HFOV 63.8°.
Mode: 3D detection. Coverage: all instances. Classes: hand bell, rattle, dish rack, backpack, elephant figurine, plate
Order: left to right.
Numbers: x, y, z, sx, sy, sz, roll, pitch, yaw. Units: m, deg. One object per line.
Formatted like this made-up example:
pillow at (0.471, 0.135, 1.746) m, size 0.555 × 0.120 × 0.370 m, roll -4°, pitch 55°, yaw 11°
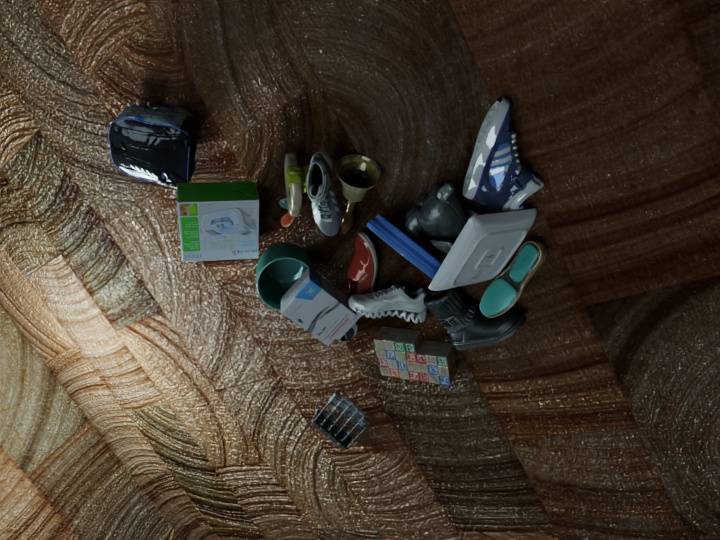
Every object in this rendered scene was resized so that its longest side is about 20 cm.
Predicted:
backpack at (-0.509, -0.316, 1.437) m, size 0.195 × 0.149 × 0.186 m, roll 10°, pitch 129°, yaw -9°
rattle at (-0.124, -0.191, 1.390) m, size 0.131 × 0.140 × 0.202 m, roll 54°, pitch 156°, yaw 31°
dish rack at (-0.055, 0.450, 1.750) m, size 0.152 × 0.055 × 0.201 m, roll 37°, pitch 129°, yaw 2°
hand bell at (-0.021, -0.154, 1.329) m, size 0.103 × 0.105 × 0.202 m, roll 29°, pitch 141°, yaw 11°
elephant figurine at (0.199, -0.078, 1.214) m, size 0.141 × 0.156 × 0.200 m, roll -42°, pitch 99°, yaw 19°
plate at (0.252, -0.034, 1.165) m, size 0.033 × 0.196 × 0.202 m, roll 55°, pitch 138°, yaw 30°

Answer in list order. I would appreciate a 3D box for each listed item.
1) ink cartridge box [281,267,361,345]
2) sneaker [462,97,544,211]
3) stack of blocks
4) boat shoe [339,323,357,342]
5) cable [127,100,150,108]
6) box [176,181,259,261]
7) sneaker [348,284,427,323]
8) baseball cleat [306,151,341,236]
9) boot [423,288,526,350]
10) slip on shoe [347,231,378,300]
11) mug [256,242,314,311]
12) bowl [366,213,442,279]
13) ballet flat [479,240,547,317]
ink cartridge box at (-0.089, 0.103, 1.445) m, size 0.199 × 0.067 × 0.116 m, roll 38°, pitch 106°, yaw -23°
sneaker at (0.292, -0.213, 1.111) m, size 0.143 × 0.081 × 0.204 m, roll 15°, pitch 112°, yaw -5°
stack of blocks at (0.140, 0.216, 1.476) m, size 0.196 × 0.059 × 0.118 m, roll 4°, pitch 121°, yaw 29°
boat shoe at (-0.101, 0.124, 1.554) m, size 0.199 × 0.066 × 0.070 m, roll 38°, pitch 131°, yaw 3°
cable at (-0.562, -0.351, 1.530) m, size 0.095 × 0.051 × 0.204 m, roll 6°, pitch 122°, yaw 22°
box at (-0.358, -0.124, 1.465) m, size 0.195 × 0.098 × 0.180 m, roll -3°, pitch 127°, yaw -16°
sneaker at (0.068, 0.070, 1.393) m, size 0.194 × 0.076 × 0.083 m, roll 5°, pitch 118°, yaw -7°
baseball cleat at (-0.088, -0.152, 1.265) m, size 0.068 × 0.107 × 0.204 m, roll -2°, pitch 121°, yaw 14°
boot at (0.254, 0.091, 1.314) m, size 0.209 × 0.080 × 0.159 m, roll -24°, pitch 105°, yaw 39°
slip on shoe at (0.000, 0.000, 1.406) m, size 0.074 × 0.060 × 0.204 m, roll 44°, pitch 141°, yaw 41°
mug at (-0.187, 0.021, 1.493) m, size 0.149 × 0.115 × 0.188 m, roll -23°, pitch 121°, yaw 2°
bowl at (0.100, -0.052, 1.252) m, size 0.199 × 0.201 × 0.040 m, roll 38°, pitch 95°, yaw 3°
ballet flat at (0.328, 0.022, 1.222) m, size 0.069 × 0.062 × 0.202 m, roll 49°, pitch 125°, yaw 24°
